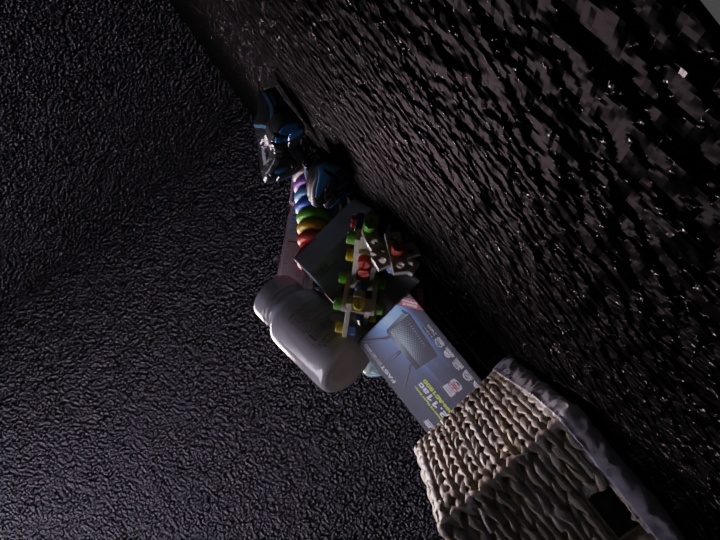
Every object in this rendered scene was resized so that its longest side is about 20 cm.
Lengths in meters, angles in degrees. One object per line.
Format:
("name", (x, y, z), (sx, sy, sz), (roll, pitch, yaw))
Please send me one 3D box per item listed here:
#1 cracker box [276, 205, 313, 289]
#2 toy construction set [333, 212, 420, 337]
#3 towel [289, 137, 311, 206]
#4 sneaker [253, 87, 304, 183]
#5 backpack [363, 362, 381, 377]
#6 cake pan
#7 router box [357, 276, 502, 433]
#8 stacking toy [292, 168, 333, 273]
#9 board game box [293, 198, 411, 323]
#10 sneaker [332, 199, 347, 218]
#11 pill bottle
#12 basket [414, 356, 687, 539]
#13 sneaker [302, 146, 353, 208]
("cracker box", (-0.122, -0.012, 1.039), (0.058, 0.200, 0.134), (9, 168, 2))
("toy construction set", (0.011, -0.001, 0.736), (0.092, 0.131, 0.200), (18, 145, -11))
("towel", (-0.113, -0.184, 1.098), (0.200, 0.023, 0.144), (56, -142, -83))
("sneaker", (-0.136, -0.215, 0.863), (0.082, 0.073, 0.200), (61, 158, 12))
("backpack", (0.060, 0.135, 1.129), (0.151, 0.177, 0.200), (58, -157, -25))
("cake pan", (0.071, 0.082, 0.832), (0.200, 0.037, 0.200), (24, 124, 41))
("router box", (0.105, 0.131, 0.734), (0.200, 0.062, 0.150), (51, 135, 12))
("stacking toy", (-0.086, -0.088, 0.938), (0.085, 0.085, 0.200), (52, -144, -61))
("board game box", (0.000, 0.000, 0.907), (0.064, 0.148, 0.200), (35, 167, 48))
("sneaker", (-0.046, -0.131, 1.137), (0.075, 0.106, 0.200), (37, 146, 18))
("pill bottle", (-0.083, 0.097, 0.868), (0.200, 0.114, 0.114), (37, 172, 31))
("basket", (0.175, 0.225, 0.526), (0.198, 0.161, 0.200), (51, -178, -3))
("sneaker", (-0.061, -0.143, 0.783), (0.082, 0.073, 0.200), (52, 179, 0))
